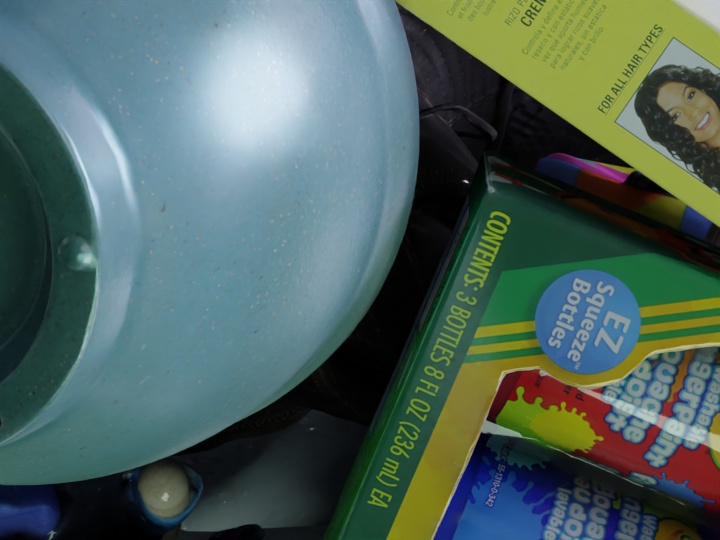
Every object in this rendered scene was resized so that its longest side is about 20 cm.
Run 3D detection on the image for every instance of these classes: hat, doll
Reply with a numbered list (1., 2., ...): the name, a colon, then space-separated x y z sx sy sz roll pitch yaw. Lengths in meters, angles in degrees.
1. hat: 0.000 0.000 0.877 0.200 0.081 0.201 -34 148 -25
2. doll: -0.119 0.074 0.880 0.136 0.049 0.200 -4 175 28

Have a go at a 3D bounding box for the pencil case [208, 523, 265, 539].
1. pencil case: -0.105 0.138 0.862 0.200 0.078 0.089 -14 153 -37

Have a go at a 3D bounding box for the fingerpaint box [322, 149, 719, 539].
1. fingerpaint box: 0.074 0.092 0.817 0.167 0.073 0.200 23 100 -3

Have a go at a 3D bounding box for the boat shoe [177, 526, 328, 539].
1. boat shoe: -0.044 0.128 1.006 0.200 0.076 0.060 6 113 28

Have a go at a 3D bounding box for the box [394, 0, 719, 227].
1. box: 0.085 -0.064 0.797 0.200 0.075 0.050 34 114 1

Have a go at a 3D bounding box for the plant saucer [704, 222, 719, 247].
1. plant saucer: 0.198 0.024 0.849 0.200 0.032 0.201 4 109 13

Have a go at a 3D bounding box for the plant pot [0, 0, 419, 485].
1. plant pot: -0.098 -0.026 0.743 0.200 0.134 0.201 5 109 16

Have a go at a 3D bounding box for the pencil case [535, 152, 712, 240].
1. pencil case: 0.069 0.058 0.903 0.088 0.088 0.200 16 94 -32
